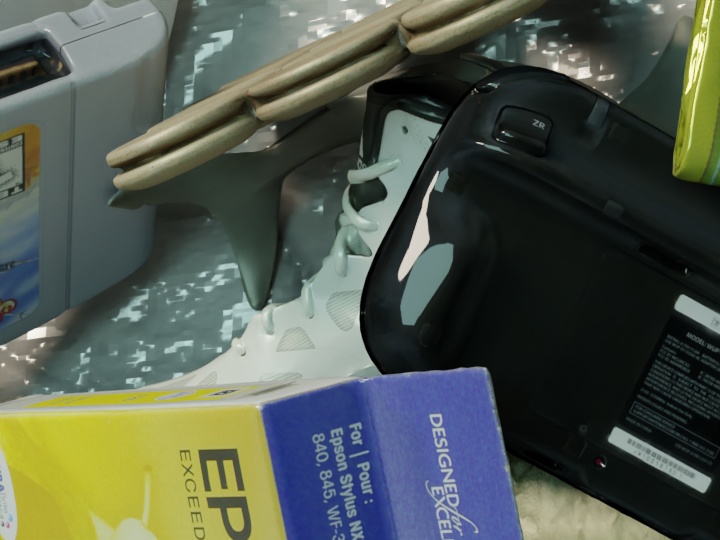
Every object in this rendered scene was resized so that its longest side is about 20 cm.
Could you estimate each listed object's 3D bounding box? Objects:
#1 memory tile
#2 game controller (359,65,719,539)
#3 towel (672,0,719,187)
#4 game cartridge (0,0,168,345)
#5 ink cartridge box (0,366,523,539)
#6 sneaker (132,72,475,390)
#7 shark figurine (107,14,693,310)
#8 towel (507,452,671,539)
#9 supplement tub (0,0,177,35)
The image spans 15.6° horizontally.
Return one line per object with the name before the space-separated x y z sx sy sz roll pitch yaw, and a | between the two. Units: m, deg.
memory tile | 0.004 -0.072 0.848 0.153 0.200 0.017 -24 97 14
game controller | 0.100 0.024 0.773 0.200 0.042 0.104 29 93 -11
towel | 0.190 -0.045 0.773 0.200 0.018 0.086 14 80 -10
game cartridge | -0.157 -0.011 0.883 0.200 0.133 0.042 -23 54 -22
ink cartridge box | -0.028 0.131 0.789 0.200 0.047 0.198 -6 98 48
sneaker | 0.000 0.000 0.834 0.200 0.076 0.115 -14 99 19
shark figurine | 0.031 -0.047 0.878 0.214 0.089 0.128 10 77 26
towel | 0.072 0.142 0.823 0.148 0.036 0.200 -2 73 26
supplement tub | -0.181 -0.120 0.972 0.200 0.140 0.140 19 82 30
